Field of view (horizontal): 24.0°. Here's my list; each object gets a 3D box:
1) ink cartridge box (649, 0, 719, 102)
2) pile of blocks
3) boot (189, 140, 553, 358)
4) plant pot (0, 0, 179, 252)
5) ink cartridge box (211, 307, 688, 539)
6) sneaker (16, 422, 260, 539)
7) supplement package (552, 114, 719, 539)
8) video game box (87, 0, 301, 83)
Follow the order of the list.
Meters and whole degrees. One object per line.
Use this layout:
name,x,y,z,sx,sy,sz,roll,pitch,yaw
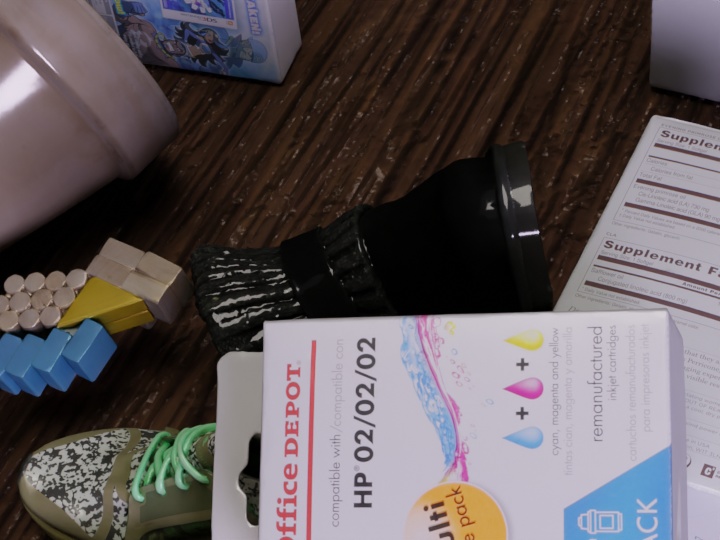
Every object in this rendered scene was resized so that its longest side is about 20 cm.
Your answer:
ink cartridge box,0.278,-0.157,0.953,0.200,0.088,0.145,17,52,20
pile of blocks,-0.176,0.046,0.860,0.200,0.062,0.082,-13,59,7
boot,0.000,0.003,0.797,0.158,0.211,0.080,-12,84,-7
plant pot,-0.227,-0.081,0.911,0.200,0.200,0.174,36,79,33
ink cartridge box,0.025,0.079,0.662,0.200,0.068,0.115,-3,78,16
sneaker,-0.066,0.091,0.778,0.200,0.089,0.077,4,49,12
supplement package,0.150,0.043,0.773,0.109,0.114,0.200,17,52,20
video game box,-0.135,-0.207,0.983,0.182,0.200,0.047,12,49,18
